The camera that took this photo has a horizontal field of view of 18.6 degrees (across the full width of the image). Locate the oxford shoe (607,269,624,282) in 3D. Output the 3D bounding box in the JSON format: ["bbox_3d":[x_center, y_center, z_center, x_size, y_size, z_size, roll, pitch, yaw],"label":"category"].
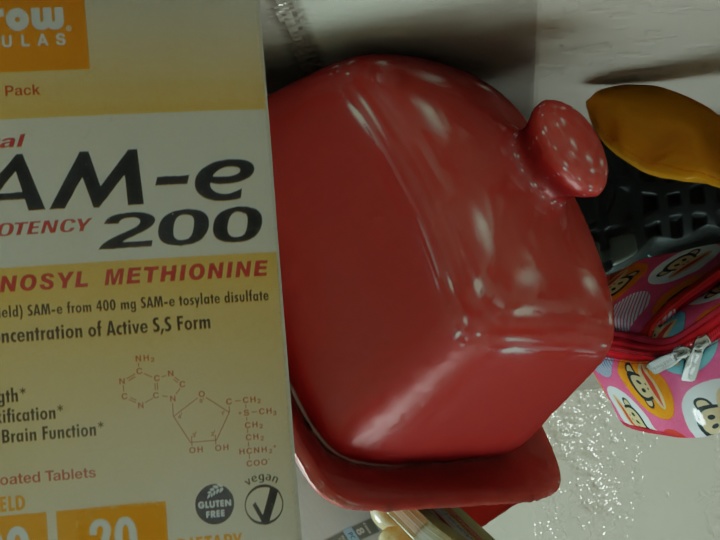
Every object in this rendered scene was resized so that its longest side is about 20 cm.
[{"bbox_3d":[0.072,-0.023,1.244,0.198,0.072,0.073,4,-172,-17],"label":"oxford shoe"}]

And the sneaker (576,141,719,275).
[{"bbox_3d":[0.138,-0.032,1.135,0.198,0.076,0.079,-4,175,-6],"label":"sneaker"}]

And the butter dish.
[{"bbox_3d":[0.037,-0.016,0.907,0.147,0.201,0.199,-36,158,28],"label":"butter dish"}]

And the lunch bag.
[{"bbox_3d":[0.225,0.013,1.177,0.199,0.082,0.176,-33,-168,-14],"label":"lunch bag"}]

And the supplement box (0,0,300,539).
[{"bbox_3d":[-0.093,0.008,0.730,0.125,0.202,0.073,-4,176,-16],"label":"supplement box"}]

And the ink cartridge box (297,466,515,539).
[{"bbox_3d":[-0.020,0.088,1.125,0.199,0.161,0.047,-31,161,-13],"label":"ink cartridge box"}]

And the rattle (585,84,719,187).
[{"bbox_3d":[0.198,-0.089,0.920,0.130,0.143,0.200,-36,166,-20],"label":"rattle"}]

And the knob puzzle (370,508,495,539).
[{"bbox_3d":[0.014,0.106,1.010,0.031,0.219,0.220,-49,170,0],"label":"knob puzzle"}]
